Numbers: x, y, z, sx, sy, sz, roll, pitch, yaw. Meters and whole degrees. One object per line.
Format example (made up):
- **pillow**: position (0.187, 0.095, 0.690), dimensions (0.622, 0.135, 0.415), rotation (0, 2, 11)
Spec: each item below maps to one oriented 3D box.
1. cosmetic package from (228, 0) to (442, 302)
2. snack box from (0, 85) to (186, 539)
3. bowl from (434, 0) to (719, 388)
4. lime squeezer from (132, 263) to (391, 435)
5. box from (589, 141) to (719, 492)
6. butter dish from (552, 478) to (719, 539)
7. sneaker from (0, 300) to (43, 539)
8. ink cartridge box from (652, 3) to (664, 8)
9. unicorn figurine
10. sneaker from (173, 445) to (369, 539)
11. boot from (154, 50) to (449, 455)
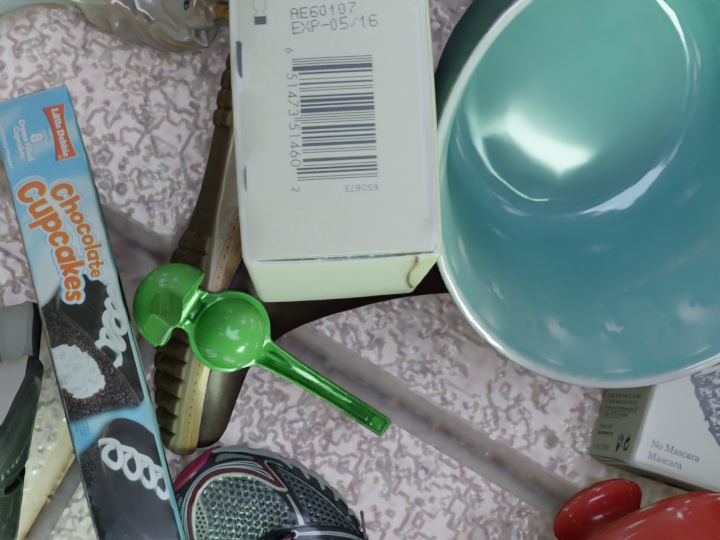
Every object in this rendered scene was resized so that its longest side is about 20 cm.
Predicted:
- **cosmetic package**: position (-0.011, -0.045, 0.806), dimensions (0.072, 0.200, 0.105), rotation (-3, 87, -1)
- **snack box**: position (-0.113, 0.036, 0.889), dimensions (0.037, 0.116, 0.202), rotation (-14, 77, -8)
- **bowl**: position (0.108, -0.063, 0.895), dimensions (0.199, 0.105, 0.203), rotation (-7, 117, -14)
- **lime squeezer**: position (-0.052, 0.026, 0.873), dimensions (0.070, 0.200, 0.038), rotation (18, 84, 29)
- **box**: position (0.179, 0.006, 0.984), dimensions (0.081, 0.068, 0.202), rotation (17, 85, -9)
- **butter dish**: position (0.135, 0.159, 0.921), dimensions (0.199, 0.199, 0.148), rotation (-43, 57, 21)
- **sneaker**: position (-0.191, 0.055, 0.854), dimensions (0.114, 0.201, 0.076), rotation (9, 102, -11)
- **ink cartridge box**: position (0.154, -0.204, 0.959), dimensions (0.198, 0.044, 0.175), rotation (13, 65, -22)
- **unicorn figurine**: position (-0.144, -0.152, 0.944), dimensions (0.198, 0.074, 0.139), rotation (-15, 99, 4)
- **sneaker**: position (-0.006, 0.157, 0.942), dimensions (0.200, 0.075, 0.081), rotation (45, 82, -4)
- **boot**: position (0.000, 0.000, 0.955), dimensions (0.165, 0.072, 0.202), rotation (12, 99, -20)
